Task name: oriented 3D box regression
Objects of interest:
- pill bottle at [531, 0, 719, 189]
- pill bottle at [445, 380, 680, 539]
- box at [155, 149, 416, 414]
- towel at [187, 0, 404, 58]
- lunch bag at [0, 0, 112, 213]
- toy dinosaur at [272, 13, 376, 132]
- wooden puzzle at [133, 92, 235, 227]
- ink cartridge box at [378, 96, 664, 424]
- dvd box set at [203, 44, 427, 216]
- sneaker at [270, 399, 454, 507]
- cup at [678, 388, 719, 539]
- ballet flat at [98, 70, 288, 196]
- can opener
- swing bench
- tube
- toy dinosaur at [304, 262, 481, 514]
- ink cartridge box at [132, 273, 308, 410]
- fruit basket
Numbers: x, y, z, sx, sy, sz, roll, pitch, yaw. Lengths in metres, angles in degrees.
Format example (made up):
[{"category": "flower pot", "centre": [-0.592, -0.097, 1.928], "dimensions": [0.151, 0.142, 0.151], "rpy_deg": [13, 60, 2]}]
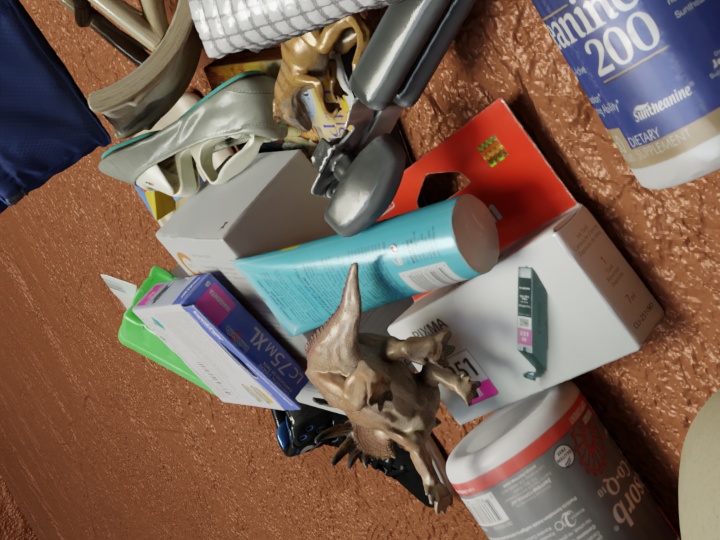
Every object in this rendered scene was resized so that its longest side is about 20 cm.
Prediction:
[{"category": "pill bottle", "centre": [0.129, -0.149, 0.536], "dimensions": [0.202, 0.110, 0.111], "rpy_deg": [58, 151, -6]}, {"category": "pill bottle", "centre": [0.159, 0.190, 0.837], "dimensions": [0.201, 0.115, 0.116], "rpy_deg": [55, 151, -1]}, {"category": "box", "centre": [-0.049, 0.012, 0.936], "dimensions": [0.201, 0.098, 0.124], "rpy_deg": [51, 156, -25]}, {"category": "towel", "centre": [-0.040, -0.237, 0.654], "dimensions": [0.164, 0.085, 0.203], "rpy_deg": [-8, 101, 41]}, {"category": "lunch bag", "centre": [-0.286, -0.139, 0.818], "dimensions": [0.136, 0.131, 0.201], "rpy_deg": [50, 173, 42]}, {"category": "toy dinosaur", "centre": [-0.026, -0.169, 0.766], "dimensions": [0.105, 0.060, 0.203], "rpy_deg": [30, 127, 23]}, {"category": "wooden puzzle", "centre": [-0.164, -0.060, 1.134], "dimensions": [0.187, 0.046, 0.199], "rpy_deg": [59, 151, -7]}, {"category": "ink cartridge box", "centre": [0.082, 0.003, 0.796], "dimensions": [0.174, 0.043, 0.199], "rpy_deg": [51, 143, -4]}, {"category": "dvd box set", "centre": [-0.038, -0.103, 0.918], "dimensions": [0.199, 0.029, 0.148], "rpy_deg": [10, 128, 53]}, {"category": "sneaker", "centre": [-0.011, 0.156, 1.062], "dimensions": [0.201, 0.111, 0.073], "rpy_deg": [52, 152, 5]}, {"category": "cup", "centre": [0.245, 0.126, 0.600], "dimensions": [0.144, 0.197, 0.203], "rpy_deg": [-122, 12, -62]}, {"category": "ballet flat", "centre": [-0.135, -0.091, 0.915], "dimensions": [0.198, 0.067, 0.065], "rpy_deg": [-22, 84, 38]}, {"category": "can opener", "centre": [0.027, -0.113, 0.722], "dimensions": [0.066, 0.052, 0.202], "rpy_deg": [44, 126, 24]}, {"category": "swing bench", "centre": [-0.187, -0.217, 0.863], "dimensions": [0.202, 0.129, 0.199], "rpy_deg": [56, 174, -5]}, {"category": "tube", "centre": [0.000, 0.000, 0.789], "dimensions": [0.198, 0.051, 0.078], "rpy_deg": [-17, 117, 39]}, {"category": "toy dinosaur", "centre": [0.005, 0.082, 0.807], "dimensions": [0.134, 0.086, 0.201], "rpy_deg": [12, 145, 47]}, {"category": "ink cartridge box", "centre": [-0.112, 0.058, 0.944], "dimensions": [0.119, 0.042, 0.199], "rpy_deg": [47, 163, -14]}, {"category": "fruit basket", "centre": [-0.166, 0.067, 1.204], "dimensions": [0.183, 0.095, 0.200], "rpy_deg": [27, 169, 10]}]
